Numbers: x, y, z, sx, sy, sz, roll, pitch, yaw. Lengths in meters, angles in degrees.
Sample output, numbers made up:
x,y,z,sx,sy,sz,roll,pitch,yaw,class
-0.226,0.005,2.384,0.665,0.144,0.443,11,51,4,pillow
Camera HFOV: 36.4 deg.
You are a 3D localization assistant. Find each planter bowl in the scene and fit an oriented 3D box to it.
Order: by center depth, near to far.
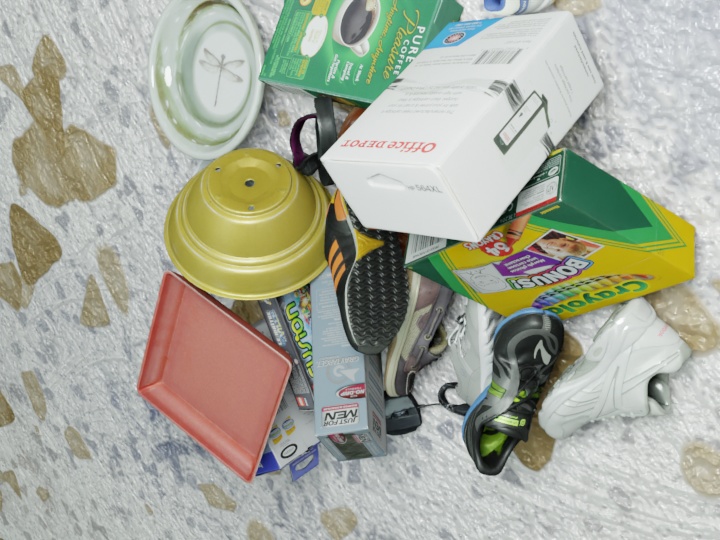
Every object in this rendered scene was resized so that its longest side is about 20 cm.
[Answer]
x,y,z,sx,sy,sz,roll,pitch,yaw,class
-0.119,-0.073,1.200,0.200,0.200,0.084,39,151,22,planter bowl

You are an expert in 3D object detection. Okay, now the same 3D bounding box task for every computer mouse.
x,y,z,sx,sy,sz,roll,pitch,yaw,class
0.070,0.166,1.290,0.200,0.034,0.059,-16,99,47,computer mouse

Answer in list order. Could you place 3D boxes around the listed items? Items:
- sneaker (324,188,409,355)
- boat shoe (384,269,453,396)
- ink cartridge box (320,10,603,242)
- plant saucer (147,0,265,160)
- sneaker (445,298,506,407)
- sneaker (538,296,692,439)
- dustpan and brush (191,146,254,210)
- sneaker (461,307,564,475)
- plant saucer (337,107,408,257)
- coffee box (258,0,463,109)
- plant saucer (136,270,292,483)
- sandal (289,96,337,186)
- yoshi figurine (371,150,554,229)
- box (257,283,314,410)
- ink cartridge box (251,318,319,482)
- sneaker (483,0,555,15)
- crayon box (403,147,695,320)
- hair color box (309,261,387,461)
x,y,z,sx,sy,sz,roll,pitch,yaw,class
0.000,0.000,1.156,0.090,0.070,0.201,136,134,-60,sneaker
0.065,0.076,1.215,0.065,0.072,0.200,11,135,6,boat shoe
0.086,-0.124,0.925,0.146,0.200,0.084,10,142,49,ink cartridge box
-0.168,-0.229,1.273,0.200,0.050,0.201,6,100,41,plant saucer
0.121,0.070,1.154,0.082,0.075,0.201,19,125,35,sneaker
0.246,0.118,1.061,0.099,0.078,0.200,40,138,11,sneaker
-0.154,-0.125,1.326,0.139,0.057,0.201,18,94,36,dustpan and brush
0.155,0.123,1.084,0.071,0.083,0.200,11,122,-12,sneaker
0.055,-0.093,1.162,0.200,0.032,0.201,22,125,35,plant saucer
-0.003,-0.225,1.094,0.200,0.044,0.123,16,86,38,coffee box
-0.169,0.122,1.299,0.200,0.037,0.200,35,126,21,plant saucer
-0.051,-0.138,1.154,0.200,0.048,0.076,103,159,-81,sandal
0.097,-0.100,1.048,0.199,0.112,0.112,-10,145,29,yoshi figurine
-0.059,0.053,1.297,0.035,0.110,0.201,-9,106,47,box
-0.103,0.166,1.383,0.076,0.136,0.200,-25,93,49,ink cartridge box
0.104,-0.314,0.949,0.075,0.088,0.200,-35,85,50,sneaker
0.169,-0.020,0.995,0.172,0.058,0.200,26,150,-30,crayon box
-0.014,0.098,1.207,0.060,0.201,0.099,-9,152,11,hair color box
